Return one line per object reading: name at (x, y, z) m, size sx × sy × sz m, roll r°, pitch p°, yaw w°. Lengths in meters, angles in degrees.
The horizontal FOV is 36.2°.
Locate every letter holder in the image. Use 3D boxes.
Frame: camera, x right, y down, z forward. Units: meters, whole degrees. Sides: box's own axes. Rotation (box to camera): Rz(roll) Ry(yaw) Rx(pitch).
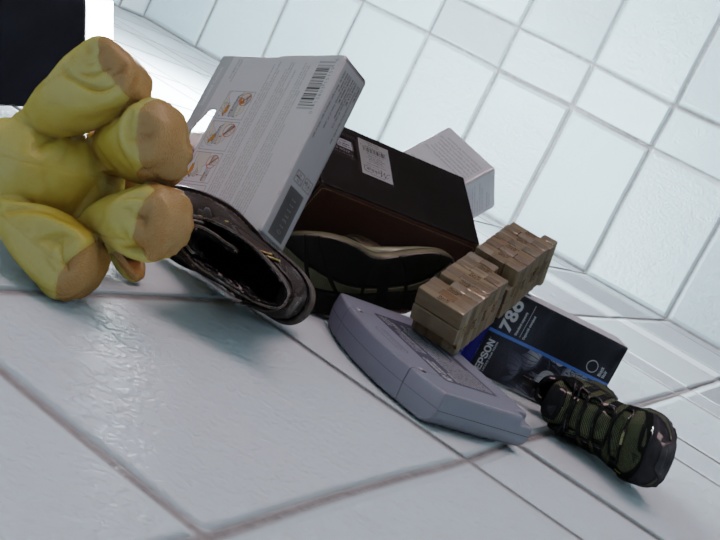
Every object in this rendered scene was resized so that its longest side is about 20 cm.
letter holder at (0.000, -0.050, 1.154) m, size 0.198 × 0.142 × 0.102 m, roll 19°, pitch 43°, yaw -29°

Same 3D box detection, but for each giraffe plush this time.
giraffe plush at (-0.200, -0.059, 0.812) m, size 0.196 × 0.176 × 0.162 m, roll -6°, pitch -7°, yaw 10°

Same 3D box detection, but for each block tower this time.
block tower at (0.122, 0.014, 1.088) m, size 0.057 × 0.055 × 0.199 m, roll 32°, pitch 36°, yaw 23°

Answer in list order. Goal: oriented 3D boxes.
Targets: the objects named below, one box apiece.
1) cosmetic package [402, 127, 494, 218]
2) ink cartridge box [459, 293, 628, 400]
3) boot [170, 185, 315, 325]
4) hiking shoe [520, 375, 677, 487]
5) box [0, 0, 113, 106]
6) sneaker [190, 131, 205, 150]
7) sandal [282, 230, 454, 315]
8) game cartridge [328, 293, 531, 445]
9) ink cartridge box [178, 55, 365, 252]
cosmetic package at (0.063, -0.088, 1.392) m, size 0.102 × 0.198 × 0.072 m, roll 48°, pitch -22°, yaw 36°
ink cartridge box at (0.180, 0.080, 1.183) m, size 0.198 × 0.101 × 0.039 m, roll 25°, pitch 11°, yaw -13°
boot at (-0.117, -0.022, 0.895) m, size 0.198 × 0.070 × 0.174 m, roll 32°, pitch -2°, yaw 10°
hiking shoe at (0.225, 0.152, 1.067) m, size 0.099 × 0.077 × 0.200 m, roll 15°, pitch 4°, yaw -18°
box at (-0.349, -0.224, 1.104) m, size 0.179 × 0.106 × 0.200 m, roll 3°, pitch 13°, yaw -6°
sneaker at (-0.188, -0.117, 1.223) m, size 0.197 × 0.076 × 0.099 m, roll -1°, pitch 14°, yaw -33°
sandal at (0.001, 0.001, 1.088) m, size 0.198 × 0.081 × 0.057 m, roll 7°, pitch 20°, yaw -27°
game cartridge at (0.053, 0.087, 0.998) m, size 0.132 × 0.042 × 0.200 m, roll 16°, pitch 15°, yaw -34°
ink cartridge box at (-0.108, -0.120, 1.080) m, size 0.172 × 0.202 × 0.044 m, roll 9°, pitch -25°, yaw 40°
